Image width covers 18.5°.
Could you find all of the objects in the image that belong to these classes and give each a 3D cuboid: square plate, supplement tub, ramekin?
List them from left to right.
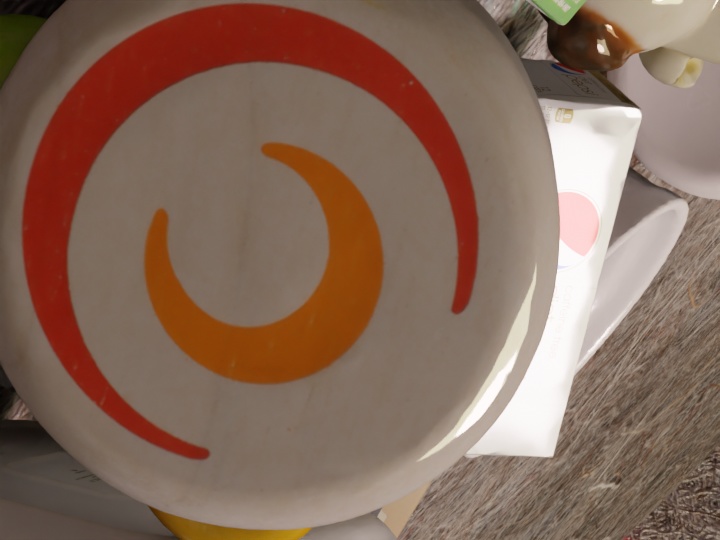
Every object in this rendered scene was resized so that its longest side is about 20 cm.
[{"bbox_3d":[-0.104,0.090,0.838,0.200,0.196,0.029,-4,105,-69],"label":"square plate"},{"bbox_3d":[0.095,0.006,1.324,0.200,0.098,0.201,-45,165,-16],"label":"ramekin"},{"bbox_3d":[0.241,-0.119,1.335,0.145,0.144,0.200,-53,164,18],"label":"supplement tub"}]

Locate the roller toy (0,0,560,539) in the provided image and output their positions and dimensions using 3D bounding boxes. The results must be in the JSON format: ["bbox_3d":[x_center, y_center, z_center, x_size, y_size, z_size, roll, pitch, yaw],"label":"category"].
[{"bbox_3d":[-0.025,-0.018,0.716,0.181,0.201,0.140,-28,-172,7],"label":"roller toy"}]

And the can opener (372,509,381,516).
[{"bbox_3d":[0.004,0.099,1.092,0.066,0.053,0.201,-2,142,-28],"label":"can opener"}]

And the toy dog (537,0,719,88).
[{"bbox_3d":[0.170,-0.135,1.031,0.198,0.194,0.141,7,115,-18],"label":"toy dog"}]

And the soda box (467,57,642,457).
[{"bbox_3d":[0.085,-0.006,1.158,0.063,0.068,0.202,3,113,-21],"label":"soda box"}]

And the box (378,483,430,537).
[{"bbox_3d":[-0.017,0.099,1.205,0.077,0.096,0.201,4,140,-21],"label":"box"}]

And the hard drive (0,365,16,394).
[{"bbox_3d":[-0.065,-0.046,0.880,0.200,0.026,0.132,-39,163,-34],"label":"hard drive"}]

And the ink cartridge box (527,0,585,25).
[{"bbox_3d":[0.098,-0.203,0.829,0.200,0.084,0.146,-51,165,7],"label":"ink cartridge box"}]
